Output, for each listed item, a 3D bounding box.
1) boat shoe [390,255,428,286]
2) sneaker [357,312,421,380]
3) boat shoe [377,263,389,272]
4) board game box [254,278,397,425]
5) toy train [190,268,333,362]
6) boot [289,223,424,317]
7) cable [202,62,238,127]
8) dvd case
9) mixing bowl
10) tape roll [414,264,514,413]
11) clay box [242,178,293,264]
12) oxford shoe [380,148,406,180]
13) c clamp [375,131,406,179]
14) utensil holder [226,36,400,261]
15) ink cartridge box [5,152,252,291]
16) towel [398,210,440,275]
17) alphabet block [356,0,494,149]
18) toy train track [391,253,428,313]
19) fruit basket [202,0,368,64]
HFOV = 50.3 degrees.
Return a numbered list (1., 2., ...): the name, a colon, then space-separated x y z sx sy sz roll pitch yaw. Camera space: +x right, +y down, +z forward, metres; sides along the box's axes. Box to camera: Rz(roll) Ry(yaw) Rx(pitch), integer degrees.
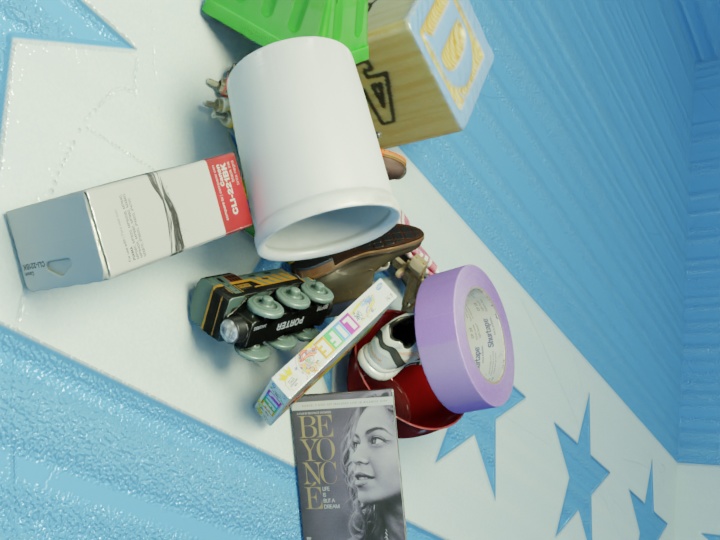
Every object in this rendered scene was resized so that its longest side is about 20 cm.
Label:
1. boat shoe: 0.056 -0.019 1.253 0.200 0.057 0.067 43 14 -38
2. sneaker: 0.083 0.094 1.103 0.074 0.080 0.198 48 38 16
3. boat shoe: -0.023 -0.059 1.138 0.199 0.068 0.072 39 59 -42
4. board game box: -0.046 0.107 0.995 0.034 0.135 0.199 45 62 7
5. toy train: -0.118 0.044 0.962 0.199 0.113 0.087 -14 130 -56
6. boot: 0.000 0.000 1.097 0.075 0.196 0.099 -117 -165 -55
7. cable: -0.117 -0.206 1.021 0.198 0.050 0.099 20 45 -39
8. dvd case: -0.017 0.268 1.046 0.016 0.145 0.205 -3 88 -76
9. mixing bowl: 0.054 0.173 1.151 0.197 0.109 0.203 20 43 -19
10. tape roll: 0.152 0.098 1.098 0.199 0.065 0.204 32 51 -50
11. clay box: -0.091 -0.123 1.044 0.114 0.047 0.202 37 55 -19
12. oxford shoe: -0.021 -0.119 1.025 0.196 0.071 0.074 -8 80 -29
13. c clamp: 0.004 -0.178 1.122 0.199 0.169 0.028 27 90 -58
14. utensil holder: -0.058 -0.134 0.879 0.168 0.168 0.204 5 66 -53
15. ink cartridge box: -0.233 -0.052 0.789 0.199 0.142 0.086 -29 108 -52
16. towel: 0.055 -0.079 1.212 0.200 0.030 0.148 41 17 -43
17. alphabet block: 0.063 -0.328 1.185 0.198 0.197 0.197 55 46 -33
18. toy train track: 0.074 0.041 1.205 0.032 0.114 0.201 -41 161 -23
19. fruit basket: -0.094 -0.303 1.013 0.155 0.212 0.220 -35 113 -49
